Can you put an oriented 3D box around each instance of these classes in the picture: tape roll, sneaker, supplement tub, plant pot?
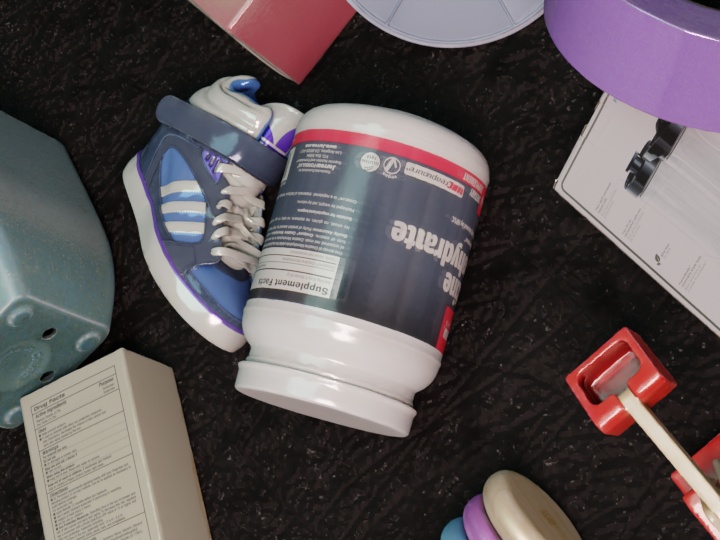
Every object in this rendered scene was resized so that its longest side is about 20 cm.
[{"bbox_3d":[0.217,-0.172,0.995,0.199,0.066,0.201,5,43,-5],"label":"tape roll"},{"bbox_3d":[-0.092,-0.057,1.193,0.146,0.080,0.201,-40,54,17],"label":"sneaker"},{"bbox_3d":[0.000,0.000,1.088,0.140,0.140,0.201,10,79,31],"label":"supplement tub"},{"bbox_3d":[-0.304,0.005,1.225,0.196,0.196,0.200,-45,59,9],"label":"plant pot"}]

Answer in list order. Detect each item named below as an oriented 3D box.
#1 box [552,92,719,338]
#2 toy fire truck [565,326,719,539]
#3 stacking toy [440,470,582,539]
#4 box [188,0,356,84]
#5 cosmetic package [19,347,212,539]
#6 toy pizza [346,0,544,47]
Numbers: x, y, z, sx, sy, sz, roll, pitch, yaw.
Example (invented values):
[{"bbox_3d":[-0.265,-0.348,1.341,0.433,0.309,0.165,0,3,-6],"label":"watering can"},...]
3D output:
[{"bbox_3d":[0.225,-0.042,0.998,0.200,0.060,0.117,45,124,32],"label":"box"},{"bbox_3d":[0.212,0.133,0.924,0.049,0.141,0.200,-42,59,11],"label":"toy fire truck"},{"bbox_3d":[0.050,0.222,1.030,0.200,0.085,0.086,-45,58,16],"label":"stacking toy"},{"bbox_3d":[-0.049,-0.268,1.222,0.128,0.109,0.200,42,97,33],"label":"box"},{"bbox_3d":[-0.175,0.172,1.170,0.103,0.073,0.201,-25,63,21],"label":"cosmetic package"},{"bbox_3d":[0.065,-0.257,1.135,0.199,0.201,0.032,-29,20,18],"label":"toy pizza"}]
